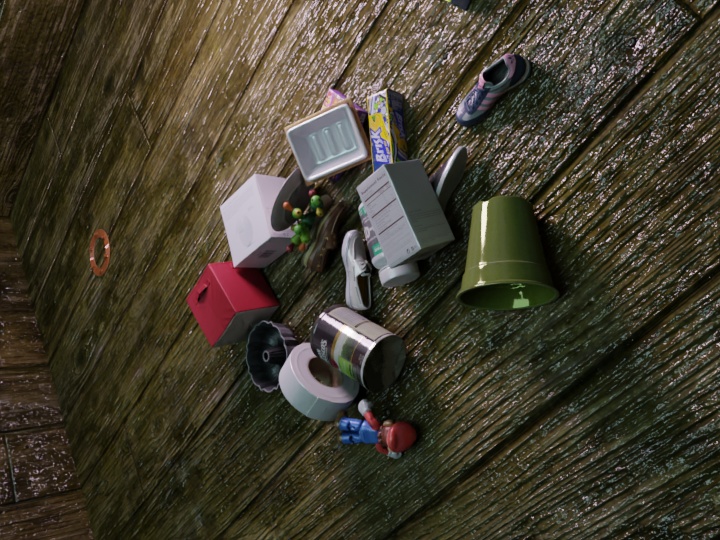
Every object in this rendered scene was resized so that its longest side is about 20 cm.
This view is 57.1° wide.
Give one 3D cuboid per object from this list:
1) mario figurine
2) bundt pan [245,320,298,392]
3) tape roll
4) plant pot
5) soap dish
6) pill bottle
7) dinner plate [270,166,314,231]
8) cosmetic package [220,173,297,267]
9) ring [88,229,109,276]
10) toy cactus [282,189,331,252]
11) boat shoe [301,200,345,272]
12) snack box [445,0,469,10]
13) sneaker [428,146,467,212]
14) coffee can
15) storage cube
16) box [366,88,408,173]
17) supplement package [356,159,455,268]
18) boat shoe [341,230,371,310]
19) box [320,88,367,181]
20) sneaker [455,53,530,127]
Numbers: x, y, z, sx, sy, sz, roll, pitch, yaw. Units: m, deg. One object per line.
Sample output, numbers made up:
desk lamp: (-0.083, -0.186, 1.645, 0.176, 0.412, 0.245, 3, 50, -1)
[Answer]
mario figurine: (0.045, 0.382, 1.592, 0.197, 0.124, 0.107, 2, 58, 26)
bundt pan: (-0.244, 0.244, 1.902, 0.200, 0.075, 0.206, -1, 89, 45)
tape roll: (-0.104, 0.280, 1.671, 0.203, 0.201, 0.071, 53, 123, 32)
plant pot: (0.287, -0.038, 1.312, 0.198, 0.198, 0.193, -16, 65, 44)
soap dish: (-0.076, -0.326, 1.676, 0.197, 0.081, 0.159, -19, 101, 21)
pill bottle: (0.071, -0.071, 1.562, 0.112, 0.112, 0.203, -29, 69, 41)
dinner plate: (-0.172, -0.189, 1.767, 0.024, 0.200, 0.203, 29, 111, 17)
cosmetic package: (-0.293, -0.140, 1.928, 0.198, 0.122, 0.203, -32, 69, 40)
ring: (-1.132, -0.077, 2.856, 0.199, 0.019, 0.204, -2, 87, 46)
toy cactus: (-0.137, -0.147, 1.745, 0.101, 0.165, 0.201, 30, 137, 10)
boat shoe: (-0.086, -0.088, 1.764, 0.067, 0.072, 0.202, 30, 105, 6)
snack box: (0.192, -0.707, 1.485, 0.200, 0.067, 0.170, 43, 118, 35)
sneaker: (0.165, -0.205, 1.498, 0.099, 0.070, 0.202, 42, 122, 32)
coffee can: (-0.007, 0.187, 1.613, 0.199, 0.145, 0.149, 25, 106, 42)
storage cube: (-0.376, 0.095, 1.962, 0.171, 0.198, 0.181, -50, 63, 31)
box: (0.067, -0.328, 1.606, 0.069, 0.064, 0.204, -11, 81, 44)
supplement package: (0.098, -0.126, 1.457, 0.117, 0.116, 0.203, -34, 75, 50)
boat shoe: (0.000, 0.000, 1.664, 0.069, 0.070, 0.204, 2, 94, 46)
box: (-0.071, -0.361, 1.765, 0.137, 0.039, 0.202, 43, 119, 37)
sneaker: (0.260, -0.384, 1.397, 0.200, 0.081, 0.071, -42, 61, 37)
